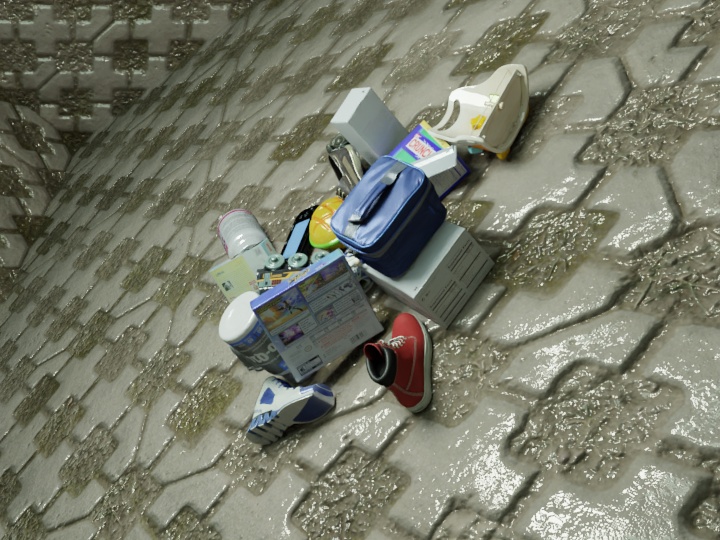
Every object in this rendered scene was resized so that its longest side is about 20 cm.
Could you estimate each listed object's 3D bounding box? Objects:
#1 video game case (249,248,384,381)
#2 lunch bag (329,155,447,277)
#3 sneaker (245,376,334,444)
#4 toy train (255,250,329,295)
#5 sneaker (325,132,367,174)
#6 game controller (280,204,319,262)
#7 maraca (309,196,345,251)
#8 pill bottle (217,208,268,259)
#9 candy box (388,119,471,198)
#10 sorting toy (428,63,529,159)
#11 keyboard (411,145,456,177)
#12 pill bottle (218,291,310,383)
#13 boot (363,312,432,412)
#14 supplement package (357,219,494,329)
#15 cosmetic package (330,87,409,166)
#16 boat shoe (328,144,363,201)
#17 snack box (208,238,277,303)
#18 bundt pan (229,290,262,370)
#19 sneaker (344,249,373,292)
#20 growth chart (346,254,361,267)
[{"bbox_3d":[-0.081,0.086,1.321,0.199,0.182,0.045,-30,25,-4],"label":"video game case"},{"bbox_3d":[0.041,-0.096,1.234,0.135,0.132,0.201,28,77,43],"label":"lunch bag"},{"bbox_3d":[-0.149,0.252,1.370,0.198,0.080,0.116,-32,41,25],"label":"sneaker"},{"bbox_3d":[-0.135,0.022,1.520,0.197,0.086,0.115,-4,43,4],"label":"toy train"},{"bbox_3d":[-0.035,-0.262,1.655,0.076,0.115,0.200,-26,23,5],"label":"sneaker"},{"bbox_3d":[-0.155,-0.072,1.709,0.104,0.042,0.202,-8,51,42],"label":"game controller"},{"bbox_3d":[-0.047,-0.123,1.589,0.136,0.107,0.201,-4,43,33],"label":"maraca"},{"bbox_3d":[-0.297,-0.071,1.796,0.113,0.113,0.200,-45,36,4],"label":"pill bottle"},{"bbox_3d":[0.117,-0.207,1.513,0.200,0.077,0.170,-42,37,9],"label":"candy box"},{"bbox_3d":[0.236,-0.320,1.435,0.179,0.107,0.201,16,66,39],"label":"sorting toy"},{"bbox_3d":[0.114,-0.204,1.448,0.199,0.011,0.057,-20,54,32],"label":"keyboard"},{"bbox_3d":[-0.179,0.141,1.401,0.113,0.200,0.115,-28,39,26],"label":"pill bottle"},{"bbox_3d":[0.059,0.130,1.209,0.072,0.144,0.201,-30,38,25],"label":"boot"},{"bbox_3d":[0.119,-0.013,1.304,0.156,0.111,0.200,-52,36,-5],"label":"supplement package"},{"bbox_3d":[0.036,-0.313,1.592,0.071,0.200,0.102,15,67,51],"label":"cosmetic package"},{"bbox_3d":[-0.022,-0.180,1.529,0.073,0.075,0.202,-15,69,-11],"label":"boat shoe"},{"bbox_3d":[-0.267,0.011,1.674,0.199,0.117,0.037,-23,14,36],"label":"snack box"},{"bbox_3d":[-0.228,0.122,1.579,0.201,0.076,0.203,-28,41,27],"label":"bundt pan"},{"bbox_3d":[0.000,0.000,1.468,0.076,0.076,0.201,13,65,26],"label":"sneaker"},{"bbox_3d":[0.022,-0.077,1.384,0.201,0.018,0.145,-54,11,-10],"label":"growth chart"}]
